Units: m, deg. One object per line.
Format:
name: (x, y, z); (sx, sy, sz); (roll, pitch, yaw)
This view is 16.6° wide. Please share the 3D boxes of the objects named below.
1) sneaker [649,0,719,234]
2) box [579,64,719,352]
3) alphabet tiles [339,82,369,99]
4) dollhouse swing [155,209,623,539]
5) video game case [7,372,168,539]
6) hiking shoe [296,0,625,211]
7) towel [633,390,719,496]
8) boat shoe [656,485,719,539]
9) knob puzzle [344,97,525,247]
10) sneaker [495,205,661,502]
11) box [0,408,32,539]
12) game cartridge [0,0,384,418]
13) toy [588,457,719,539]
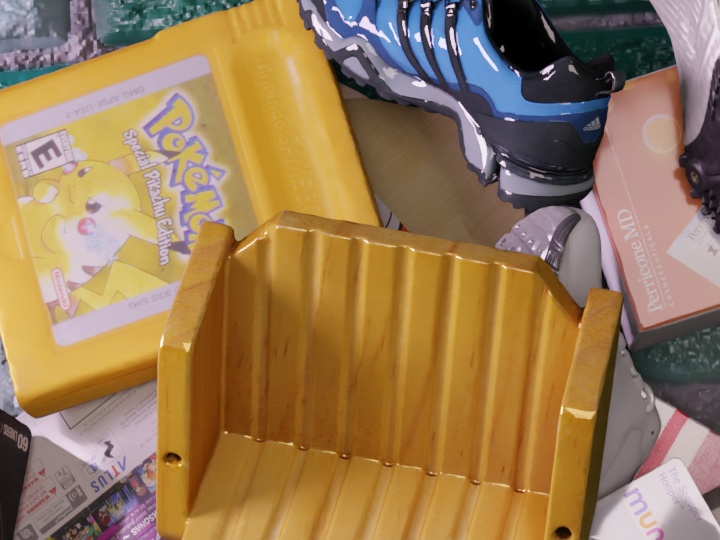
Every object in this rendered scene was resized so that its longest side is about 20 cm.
sneaker: (0.183, -0.098, 1.174); (0.072, 0.072, 0.200); (-14, 88, -25)
box: (0.213, -0.050, 1.246); (0.200, 0.097, 0.124); (-18, 82, 1)
alphabet tiles: (-0.075, -0.020, 1.296); (0.196, 0.015, 0.200); (26, 85, 2)
dollhouse swing: (-0.003, 0.103, 1.098); (0.200, 0.176, 0.182); (11, 125, 11)
video game case: (-0.142, 0.155, 1.228); (0.200, 0.036, 0.181); (-39, 60, 3)
hiking shoe: (0.052, -0.116, 1.212); (0.200, 0.074, 0.087); (40, 126, 27)
towel: (0.090, 0.110, 1.272); (0.200, 0.023, 0.144); (31, 86, 6)
boat shoe: (0.172, 0.168, 1.221); (0.200, 0.075, 0.093); (-30, 90, 8)
knob puzzle: (0.000, 0.000, 1.269); (0.220, 0.030, 0.220); (-1, 78, 3)
sneaker: (0.103, 0.055, 1.206); (0.087, 0.075, 0.200); (-8, 123, -15)
box: (-0.245, 0.151, 1.179); (0.106, 0.122, 0.200); (-2, 68, 25)
game cartridge: (-0.097, -0.037, 1.248); (0.200, 0.032, 0.176); (-20, 68, 5)
toy: (0.093, 0.188, 1.172); (0.200, 0.047, 0.115); (-31, 83, 9)
